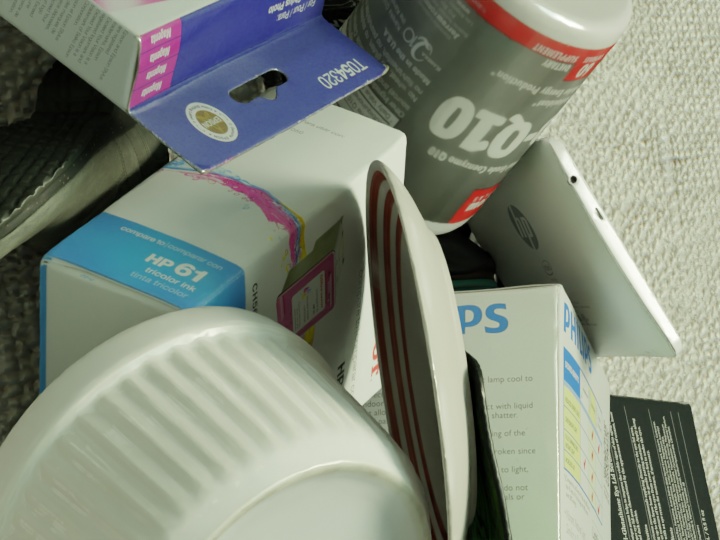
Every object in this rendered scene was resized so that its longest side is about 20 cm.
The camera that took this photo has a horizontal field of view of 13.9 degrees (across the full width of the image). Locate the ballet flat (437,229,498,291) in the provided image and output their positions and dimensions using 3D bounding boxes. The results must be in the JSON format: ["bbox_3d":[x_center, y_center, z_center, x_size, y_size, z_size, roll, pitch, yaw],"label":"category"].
[{"bbox_3d":[0.000,0.000,1.601,0.200,0.073,0.074,-9,89,-55],"label":"ballet flat"}]

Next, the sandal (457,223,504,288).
[{"bbox_3d":[0.065,-0.013,1.714,0.075,0.048,0.202,-138,-139,-68],"label":"sandal"}]

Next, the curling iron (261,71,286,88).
[{"bbox_3d":[-0.040,-0.182,1.610,0.050,0.025,0.201,19,65,-64],"label":"curling iron"}]

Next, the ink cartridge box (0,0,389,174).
[{"bbox_3d":[-0.095,-0.142,1.368,0.200,0.043,0.196,37,29,11],"label":"ink cartridge box"}]

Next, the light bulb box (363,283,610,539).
[{"bbox_3d":[0.061,0.132,1.550,0.198,0.124,0.201,56,33,-69],"label":"light bulb box"}]

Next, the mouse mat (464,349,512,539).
[{"bbox_3d":[0.057,0.129,1.338,0.161,0.007,0.201,-141,-138,-81],"label":"mouse mat"}]

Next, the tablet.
[{"bbox_3d":[0.103,-0.008,1.581,0.014,0.200,0.131,-33,97,-14],"label":"tablet"}]

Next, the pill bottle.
[{"bbox_3d":[0.037,-0.091,1.495,0.113,0.200,0.114,26,35,-20],"label":"pill bottle"}]

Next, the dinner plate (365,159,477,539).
[{"bbox_3d":[0.029,0.049,1.320,0.200,0.024,0.202,173,-90,-85],"label":"dinner plate"}]

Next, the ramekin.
[{"bbox_3d":[-0.061,0.127,1.262,0.199,0.105,0.201,-24,131,-31],"label":"ramekin"}]

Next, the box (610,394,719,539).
[{"bbox_3d":[0.139,0.176,1.705,0.141,0.079,0.201,10,62,-43],"label":"box"}]

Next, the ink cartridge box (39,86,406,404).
[{"bbox_3d":[-0.061,0.023,1.385,0.200,0.084,0.145,-43,144,-50],"label":"ink cartridge box"}]

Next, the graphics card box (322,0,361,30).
[{"bbox_3d":[0.008,-0.153,1.624,0.200,0.051,0.126,51,38,-63],"label":"graphics card box"}]

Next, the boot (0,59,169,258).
[{"bbox_3d":[-0.131,-0.012,1.368,0.200,0.067,0.131,-49,134,-48],"label":"boot"}]
